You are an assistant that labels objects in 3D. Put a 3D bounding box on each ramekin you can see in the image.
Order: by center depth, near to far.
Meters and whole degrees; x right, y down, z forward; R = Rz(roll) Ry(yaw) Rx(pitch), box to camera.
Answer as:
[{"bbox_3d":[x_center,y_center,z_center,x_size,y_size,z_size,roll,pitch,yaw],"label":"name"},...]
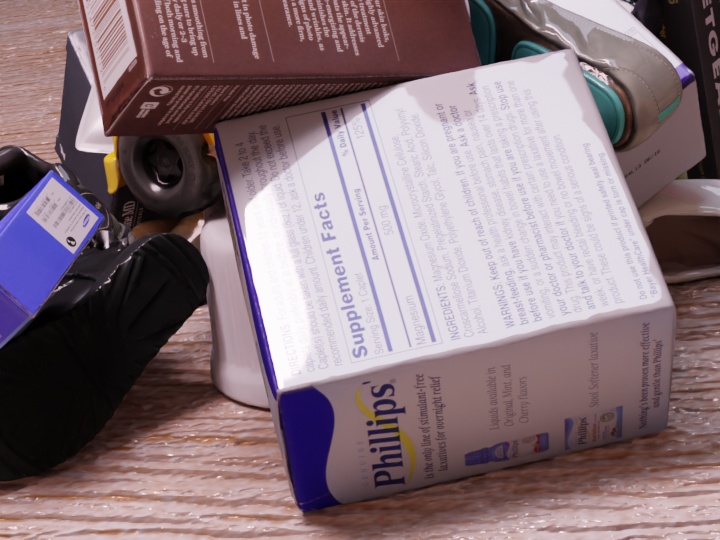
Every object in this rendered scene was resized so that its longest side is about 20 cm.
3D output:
[{"bbox_3d":[0.000,0.000,1.353,0.200,0.098,0.201,-10,16,3],"label":"ramekin"}]

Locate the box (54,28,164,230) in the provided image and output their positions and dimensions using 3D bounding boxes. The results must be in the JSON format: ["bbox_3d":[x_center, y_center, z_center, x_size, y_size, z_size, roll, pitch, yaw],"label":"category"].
[{"bbox_3d":[-0.109,-0.116,1.664,0.199,0.107,0.149,-17,-25,-20],"label":"box"}]

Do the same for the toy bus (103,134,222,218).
[{"bbox_3d":[-0.060,-0.140,1.348,0.199,0.193,0.136,1,19,34],"label":"toy bus"}]

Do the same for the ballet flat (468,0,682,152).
[{"bbox_3d":[0.094,-0.131,1.285,0.200,0.068,0.064,34,48,28],"label":"ballet flat"}]

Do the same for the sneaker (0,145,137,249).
[{"bbox_3d":[-0.242,-0.022,1.509,0.199,0.114,0.076,-17,25,44],"label":"sneaker"}]

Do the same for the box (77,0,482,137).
[{"bbox_3d":[-0.044,-0.131,1.205,0.199,0.100,0.075,-3,-20,-28],"label":"box"}]

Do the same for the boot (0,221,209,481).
[{"bbox_3d":[-0.185,0.050,1.345,0.198,0.073,0.162,-46,17,-25],"label":"boot"}]

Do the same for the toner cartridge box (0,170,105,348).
[{"bbox_3d":[-0.227,0.033,1.277,0.200,0.043,0.095,-40,12,40],"label":"toner cartridge box"}]

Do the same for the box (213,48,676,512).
[{"bbox_3d":[0.040,0.003,1.169,0.199,0.105,0.184,-12,50,-5],"label":"box"}]

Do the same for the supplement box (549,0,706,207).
[{"bbox_3d":[0.102,-0.124,1.364,0.101,0.103,0.200,-37,62,-7],"label":"supplement box"}]

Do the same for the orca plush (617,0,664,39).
[{"bbox_3d":[0.150,-0.208,1.406,0.071,0.105,0.200,-42,30,6],"label":"orca plush"}]

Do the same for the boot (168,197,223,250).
[{"bbox_3d":[-0.108,-0.045,1.543,0.200,0.097,0.075,-27,14,-24],"label":"boot"}]

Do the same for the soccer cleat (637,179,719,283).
[{"bbox_3d":[0.150,-0.024,1.395,0.199,0.070,0.078,-2,22,18],"label":"soccer cleat"}]

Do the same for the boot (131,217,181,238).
[{"bbox_3d":[-0.076,-0.055,1.622,0.199,0.076,0.074,-16,19,-11],"label":"boot"}]

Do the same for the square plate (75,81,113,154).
[{"bbox_3d":[-0.082,-0.145,1.549,0.197,0.029,0.200,4,42,1],"label":"square plate"}]

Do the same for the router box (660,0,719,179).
[{"bbox_3d":[0.163,-0.140,1.526,0.157,0.201,0.052,-2,19,30],"label":"router box"}]
